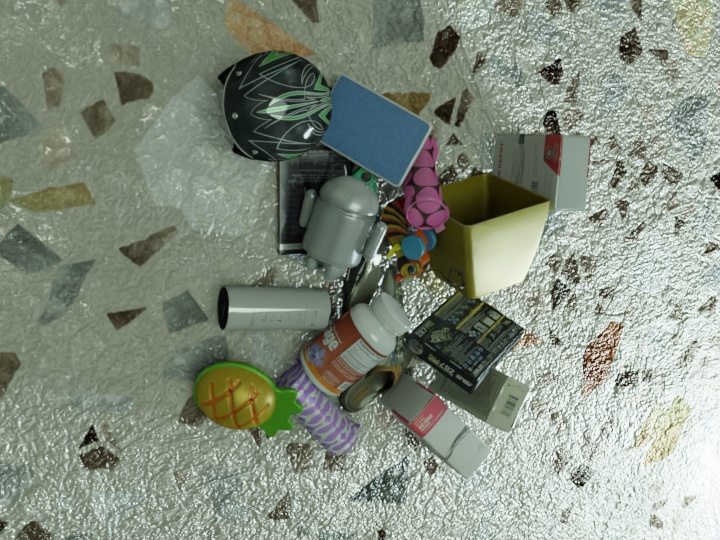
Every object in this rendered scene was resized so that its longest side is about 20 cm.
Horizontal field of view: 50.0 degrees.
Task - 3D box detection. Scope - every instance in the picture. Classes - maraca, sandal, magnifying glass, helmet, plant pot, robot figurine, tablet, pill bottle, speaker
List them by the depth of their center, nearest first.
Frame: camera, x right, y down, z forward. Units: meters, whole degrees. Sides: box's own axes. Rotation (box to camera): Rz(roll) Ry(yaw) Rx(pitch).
[{"bbox_3d":[-0.145,-0.274,1.294,0.199,0.191,0.201,-5,101,-25],"label":"helmet"},{"bbox_3d":[-0.036,-0.084,1.393,0.169,0.113,0.201,26,109,14],"label":"robot figurine"},{"bbox_3d":[0.018,-0.253,1.393,0.200,0.014,0.131,32,104,11],"label":"tablet"},{"bbox_3d":[-0.204,0.234,1.397,0.199,0.107,0.137,23,117,-13],"label":"maraca"},{"bbox_3d":[-0.158,0.070,1.412,0.199,0.081,0.082,1,99,-25],"label":"speaker"},{"bbox_3d":[0.013,-0.182,1.430,0.079,0.022,0.201,20,107,-13],"label":"magnifying glass"},{"bbox_3d":[-0.007,0.134,1.440,0.200,0.112,0.112,-40,116,14],"label":"pill bottle"},{"bbox_3d":[0.231,-0.062,1.519,0.199,0.200,0.177,-17,119,-24],"label":"plant pot"},{"bbox_3d":[0.040,0.208,1.545,0.200,0.055,0.082,-43,114,-13],"label":"sandal"}]

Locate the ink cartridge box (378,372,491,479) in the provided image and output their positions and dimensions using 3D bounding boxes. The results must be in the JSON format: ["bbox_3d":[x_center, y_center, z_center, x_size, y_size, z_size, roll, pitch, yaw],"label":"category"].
[{"bbox_3d":[0.151,0.315,1.566,0.083,0.146,0.200,-48,115,-9],"label":"ink cartridge box"}]

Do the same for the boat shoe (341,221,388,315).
[{"bbox_3d":[0.000,0.000,1.497,0.067,0.057,0.201,12,99,-54],"label":"boat shoe"}]

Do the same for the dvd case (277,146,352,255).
[{"bbox_3d":[-0.085,-0.132,1.447,0.148,0.016,0.201,-4,101,-26],"label":"dvd case"}]

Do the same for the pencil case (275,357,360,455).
[{"bbox_3d":[-0.080,0.267,1.483,0.086,0.084,0.200,-49,115,-23],"label":"pencil case"}]

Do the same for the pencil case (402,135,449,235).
[{"bbox_3d":[0.116,-0.165,1.430,0.094,0.091,0.201,34,39,-35],"label":"pencil case"}]

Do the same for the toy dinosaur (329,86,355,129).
[{"bbox_3d":[0.015,-0.268,1.437,0.200,0.077,0.103,38,75,-29],"label":"toy dinosaur"}]

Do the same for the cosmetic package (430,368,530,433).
[{"bbox_3d":[0.240,0.240,1.565,0.071,0.200,0.106,29,88,-30],"label":"cosmetic package"}]

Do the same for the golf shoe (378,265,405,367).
[{"bbox_3d":[0.039,0.088,1.514,0.097,0.078,0.201,-1,78,11],"label":"golf shoe"}]

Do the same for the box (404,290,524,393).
[{"bbox_3d":[0.208,0.132,1.520,0.200,0.161,0.049,-38,156,-43],"label":"box"}]

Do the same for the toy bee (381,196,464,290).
[{"bbox_3d":[0.090,-0.030,1.454,0.131,0.109,0.201,1,61,-48],"label":"toy bee"}]

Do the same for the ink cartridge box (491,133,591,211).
[{"bbox_3d":[0.357,-0.198,1.544,0.083,0.200,0.148,-2,101,-28],"label":"ink cartridge box"}]
